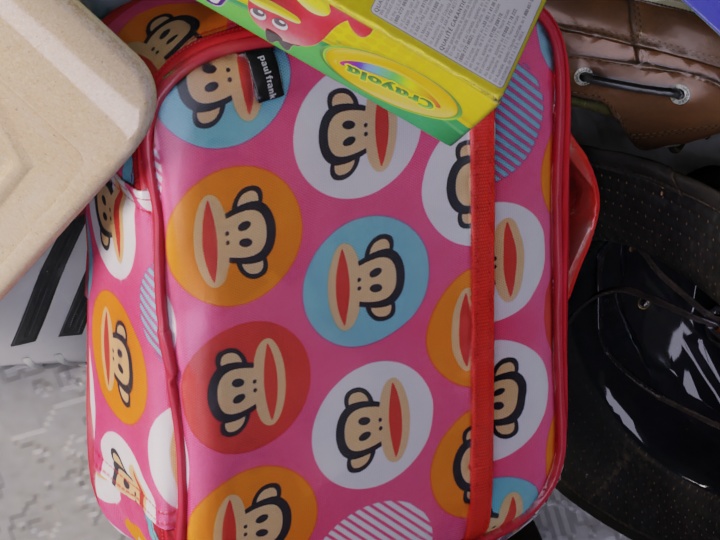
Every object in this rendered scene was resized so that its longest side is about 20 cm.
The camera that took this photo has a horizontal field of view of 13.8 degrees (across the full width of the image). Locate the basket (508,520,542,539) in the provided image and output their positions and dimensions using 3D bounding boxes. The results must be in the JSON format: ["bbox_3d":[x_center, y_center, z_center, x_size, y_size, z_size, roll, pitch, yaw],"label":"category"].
[{"bbox_3d":[0.016,0.158,1.059,0.135,0.200,0.182,3,112,0],"label":"basket"}]

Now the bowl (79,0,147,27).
[{"bbox_3d":[-0.127,-0.108,0.972,0.199,0.105,0.202,8,130,9],"label":"bowl"}]

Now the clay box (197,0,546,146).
[{"bbox_3d":[-0.029,-0.137,0.874,0.199,0.048,0.115,29,66,-9],"label":"clay box"}]

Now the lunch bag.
[{"bbox_3d":[0.000,0.000,0.960,0.175,0.082,0.201,-13,116,-25],"label":"lunch bag"}]

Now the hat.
[{"bbox_3d":[0.129,0.021,1.061,0.200,0.081,0.201,31,144,26],"label":"hat"}]

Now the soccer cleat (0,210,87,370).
[{"bbox_3d":[-0.102,0.010,1.055,0.199,0.069,0.086,-29,97,23],"label":"soccer cleat"}]

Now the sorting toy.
[{"bbox_3d":[-0.172,-0.063,0.924,0.185,0.037,0.200,42,134,-5],"label":"sorting toy"}]

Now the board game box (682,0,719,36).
[{"bbox_3d":[0.127,-0.152,0.932,0.200,0.029,0.135,43,99,9],"label":"board game box"}]

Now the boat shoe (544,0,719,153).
[{"bbox_3d":[0.111,-0.079,1.038,0.199,0.072,0.068,18,116,4],"label":"boat shoe"}]
